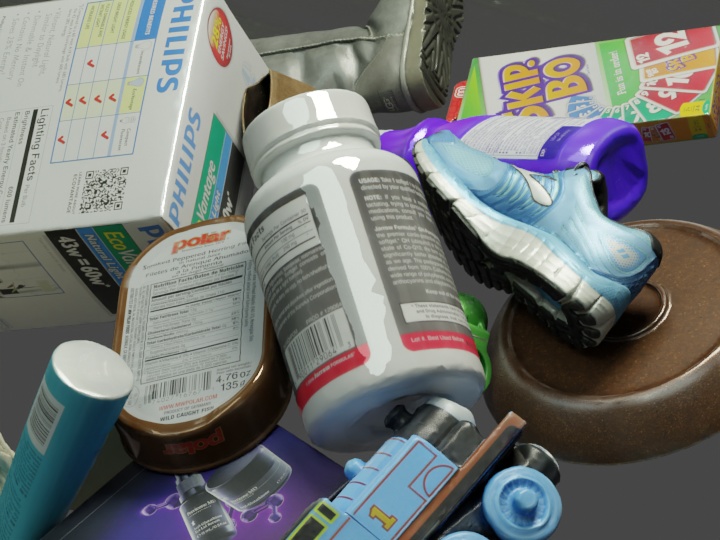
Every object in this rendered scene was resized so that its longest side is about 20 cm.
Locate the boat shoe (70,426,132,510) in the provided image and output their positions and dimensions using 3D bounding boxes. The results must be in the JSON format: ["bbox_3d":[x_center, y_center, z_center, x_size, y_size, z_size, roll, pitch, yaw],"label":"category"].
[{"bbox_3d":[-0.123,0.071,1.611,0.201,0.074,0.063,-33,47,-5],"label":"boat shoe"}]

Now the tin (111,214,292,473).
[{"bbox_3d":[-0.096,0.040,1.546,0.112,0.042,0.200,-10,39,9],"label":"tin"}]

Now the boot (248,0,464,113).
[{"bbox_3d":[-0.031,-0.163,1.848,0.199,0.073,0.182,-12,39,25],"label":"boot"}]

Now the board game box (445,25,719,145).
[{"bbox_3d":[0.149,-0.118,1.730,0.199,0.030,0.096,-8,41,22],"label":"board game box"}]

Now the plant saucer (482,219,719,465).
[{"bbox_3d":[0.164,0.034,1.541,0.199,0.035,0.201,-15,40,13],"label":"plant saucer"}]

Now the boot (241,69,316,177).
[{"bbox_3d":[-0.050,-0.051,1.693,0.074,0.075,0.201,-32,41,29],"label":"boot"}]

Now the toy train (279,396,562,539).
[{"bbox_3d":[0.026,0.154,1.402,0.114,0.087,0.200,40,64,6],"label":"toy train"}]

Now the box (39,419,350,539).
[{"bbox_3d":[-0.104,0.179,1.478,0.200,0.079,0.141,-41,39,-20],"label":"box"}]

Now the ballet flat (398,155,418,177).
[{"bbox_3d":[0.000,0.000,1.594,0.068,0.068,0.201,-17,52,31],"label":"ballet flat"}]

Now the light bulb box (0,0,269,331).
[{"bbox_3d":[-0.182,-0.077,1.736,0.199,0.125,0.199,-5,58,22],"label":"light bulb box"}]

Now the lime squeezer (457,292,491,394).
[{"bbox_3d":[0.050,0.057,1.553,0.071,0.038,0.200,-35,35,21],"label":"lime squeezer"}]

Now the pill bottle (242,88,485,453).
[{"bbox_3d":[-0.006,-0.003,1.500,0.110,0.111,0.201,-20,67,5],"label":"pill bottle"}]

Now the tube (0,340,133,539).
[{"bbox_3d":[-0.193,0.131,1.514,0.050,0.200,0.078,18,34,-14],"label":"tube"}]

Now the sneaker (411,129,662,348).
[{"bbox_3d":[0.110,-0.031,1.561,0.090,0.079,0.200,-37,49,-15],"label":"sneaker"}]

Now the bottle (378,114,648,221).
[{"bbox_3d":[0.087,-0.066,1.661,0.199,0.066,0.083,4,25,37],"label":"bottle"}]

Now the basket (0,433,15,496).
[{"bbox_3d":[-0.344,0.099,1.559,0.161,0.200,0.198,-45,37,-23],"label":"basket"}]
